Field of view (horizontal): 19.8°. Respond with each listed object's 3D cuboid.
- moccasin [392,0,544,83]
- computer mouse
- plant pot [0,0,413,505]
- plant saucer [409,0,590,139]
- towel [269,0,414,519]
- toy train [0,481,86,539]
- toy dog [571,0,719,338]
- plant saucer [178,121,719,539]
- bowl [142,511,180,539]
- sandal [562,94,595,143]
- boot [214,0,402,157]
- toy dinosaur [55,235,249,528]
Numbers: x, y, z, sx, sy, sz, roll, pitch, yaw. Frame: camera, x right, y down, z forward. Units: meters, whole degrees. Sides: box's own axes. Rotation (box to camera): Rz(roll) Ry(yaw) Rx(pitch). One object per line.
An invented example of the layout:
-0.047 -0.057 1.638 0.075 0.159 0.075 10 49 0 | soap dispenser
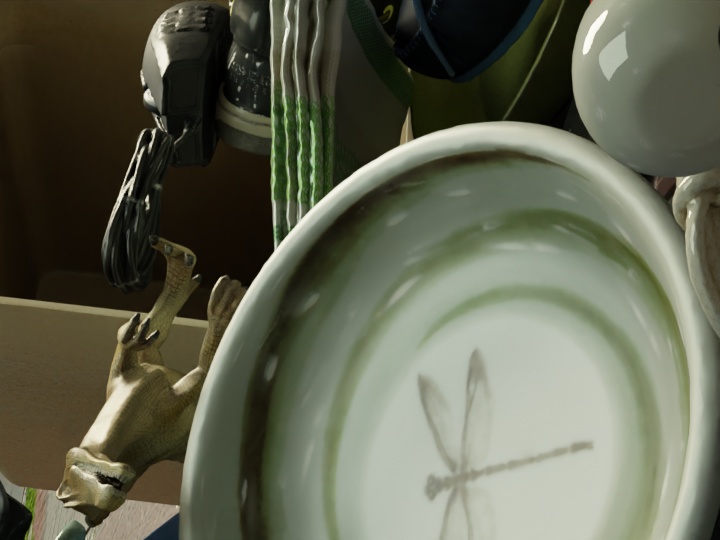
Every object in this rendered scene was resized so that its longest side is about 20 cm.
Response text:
0.040 -0.138 0.696 0.200 0.068 0.081 119 158 -55 | moccasin
-0.081 -0.053 0.811 0.200 0.034 0.059 -76 -8 -61 | computer mouse
-0.087 0.003 0.943 0.178 0.198 0.201 103 172 -48 | plant pot
0.069 -0.130 0.783 0.200 0.031 0.201 -166 90 -75 | plant saucer
0.000 0.000 0.751 0.149 0.030 0.201 44 -137 -70 | towel
-0.154 0.133 0.689 0.114 0.085 0.200 -56 -3 -30 | toy train
0.103 -0.091 0.507 0.096 0.132 0.201 -23 46 21 | toy dog
0.032 0.057 0.607 0.199 0.050 0.201 -19 60 38 | plant saucer
-0.099 0.161 0.714 0.201 0.039 0.201 -46 -10 -11 | bowl
0.056 -0.010 0.681 0.075 0.045 0.201 -136 62 -73 | sandal
-0.006 -0.158 0.862 0.204 0.073 0.154 -61 -21 -50 | boot
-0.068 0.046 0.731 0.102 0.058 0.200 -64 -12 0 | toy dinosaur
